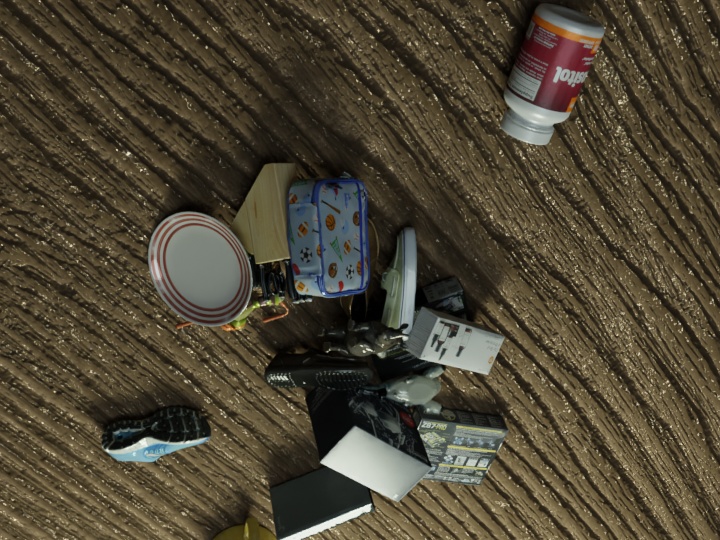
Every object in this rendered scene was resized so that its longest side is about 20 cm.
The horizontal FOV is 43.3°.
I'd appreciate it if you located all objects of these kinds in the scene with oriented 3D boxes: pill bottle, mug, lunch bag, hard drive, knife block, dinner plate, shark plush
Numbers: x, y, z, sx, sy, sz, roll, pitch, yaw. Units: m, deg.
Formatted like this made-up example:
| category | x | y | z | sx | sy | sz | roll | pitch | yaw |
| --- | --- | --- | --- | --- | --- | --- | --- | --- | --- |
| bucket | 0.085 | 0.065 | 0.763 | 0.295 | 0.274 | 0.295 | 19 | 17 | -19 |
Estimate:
| category | x | y | z | sx | sy | sz | roll | pitch | yaw |
| --- | --- | --- | --- | --- | --- | --- | --- | --- | --- |
| pill bottle | 0.295 | -0.307 | 1.431 | 0.113 | 0.113 | 0.200 | 9 | 120 | -18 |
| mug | -0.244 | 0.622 | 1.871 | 0.149 | 0.153 | 0.187 | -22 | 124 | 2 |
| lunch bag | -0.044 | -0.058 | 1.465 | 0.160 | 0.075 | 0.201 | -5 | 95 | -54 |
| hard drive | -0.079 | 0.458 | 1.812 | 0.199 | 0.140 | 0.033 | -22 | 125 | 2 |
| knife block | -0.120 | -0.050 | 1.466 | 0.200 | 0.175 | 0.064 | -57 | 160 | 22 |
| dinner plate | -0.262 | -0.004 | 1.500 | 0.200 | 0.024 | 0.201 | 9 | 114 | 21 |
| shark plush | 0.077 | 0.233 | 1.710 | 0.200 | 0.083 | 0.091 | -12 | 99 | -34 |

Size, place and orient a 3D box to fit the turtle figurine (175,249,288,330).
| category | x | y | z | sx | sy | sz | roll | pitch | yaw |
| --- | --- | --- | --- | --- | --- | --- | --- | --- | --- |
| turtle figurine | -0.225 | 0.045 | 1.562 | 0.199 | 0.064 | 0.162 | -6 | 122 | -8 |

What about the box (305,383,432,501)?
| category | x | y | z | sx | sy | sz | roll | pitch | yaw |
| --- | --- | --- | --- | --- | --- | --- | --- | --- | --- |
| box | 0.013 | 0.306 | 1.712 | 0.200 | 0.182 | 0.104 | 33 | 110 | -29 |

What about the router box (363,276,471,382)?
| category | x | y | z | sx | sy | sz | roll | pitch | yaw |
| --- | --- | --- | --- | --- | --- | --- | --- | --- | --- |
| router box | 0.107 | 0.111 | 1.688 | 0.199 | 0.051 | 0.149 | -19 | 126 | 0 |

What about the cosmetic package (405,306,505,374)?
| category | x | y | z | sx | sy | sz | roll | pitch | yaw |
| --- | --- | --- | --- | --- | --- | --- | --- | --- | --- |
| cosmetic package | 0.172 | 0.129 | 1.625 | 0.200 | 0.051 | 0.083 | 17 | 101 | -44 |

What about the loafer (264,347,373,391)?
| category | x | y | z | sx | sy | sz | roll | pitch | yaw |
| --- | --- | --- | --- | --- | --- | --- | --- | --- | --- |
| loafer | -0.075 | 0.170 | 1.648 | 0.199 | 0.072 | 0.073 | 1 | 142 | 8 |

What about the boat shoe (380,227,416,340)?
| category | x | y | z | sx | sy | sz | roll | pitch | yaw |
| --- | --- | --- | --- | --- | --- | --- | --- | --- | --- |
| boat shoe | 0.066 | 0.024 | 1.588 | 0.062 | 0.072 | 0.201 | 3 | 96 | 3 |

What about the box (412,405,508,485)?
| category | x | y | z | sx | sy | sz | roll | pitch | yaw |
| --- | --- | --- | --- | --- | --- | --- | --- | --- | --- |
| box | 0.183 | 0.363 | 1.868 | 0.199 | 0.049 | 0.162 | 10 | 121 | -18 |

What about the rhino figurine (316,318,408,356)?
| category | x | y | z | sx | sy | sz | roll | pitch | yaw |
| --- | --- | --- | --- | --- | --- | --- | --- | --- | --- |
| rhino figurine | 0.016 | 0.115 | 1.563 | 0.087 | 0.200 | 0.060 | 14 | 74 | -37 |

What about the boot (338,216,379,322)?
| category | x | y | z | sx | sy | sz | roll | pitch | yaw |
| --- | --- | --- | --- | --- | --- | --- | --- | --- | --- |
| boot | 0.000 | 0.000 | 1.581 | 0.073 | 0.076 | 0.201 | -2 | 121 | -9 |

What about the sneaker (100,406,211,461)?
| category | x | y | z | sx | sy | sz | roll | pitch | yaw |
| --- | --- | --- | --- | --- | --- | --- | --- | --- | --- |
| sneaker | -0.380 | 0.315 | 1.708 | 0.199 | 0.079 | 0.090 | -7 | 142 | -5 |
